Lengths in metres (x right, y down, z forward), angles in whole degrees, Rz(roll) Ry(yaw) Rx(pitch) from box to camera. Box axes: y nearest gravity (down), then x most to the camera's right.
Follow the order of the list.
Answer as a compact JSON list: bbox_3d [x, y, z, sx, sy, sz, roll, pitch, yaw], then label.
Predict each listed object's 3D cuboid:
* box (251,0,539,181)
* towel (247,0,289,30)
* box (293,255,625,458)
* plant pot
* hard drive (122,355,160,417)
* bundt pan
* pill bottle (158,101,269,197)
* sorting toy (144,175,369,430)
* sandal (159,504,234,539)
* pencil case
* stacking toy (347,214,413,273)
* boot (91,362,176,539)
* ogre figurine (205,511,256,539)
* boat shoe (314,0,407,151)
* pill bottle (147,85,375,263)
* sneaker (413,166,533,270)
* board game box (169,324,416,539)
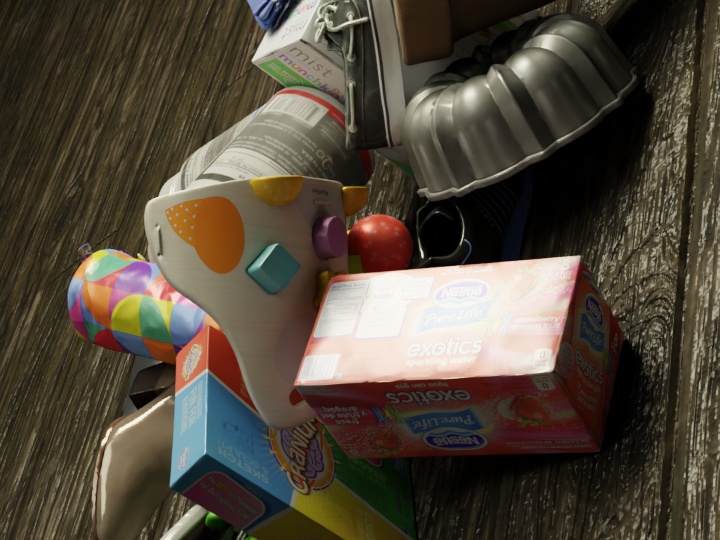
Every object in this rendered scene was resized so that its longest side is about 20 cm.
[{"bbox_3d":[0.035,-0.209,1.684,0.097,0.200,0.177,-13,48,58],"label":"box"},{"bbox_3d":[-0.035,-0.309,1.682,0.200,0.024,0.145,-49,22,10],"label":"towel"},{"bbox_3d":[0.069,0.062,1.308,0.200,0.095,0.103,-5,49,29],"label":"box"},{"bbox_3d":[0.105,-0.275,1.530,0.174,0.201,0.200,-7,34,2],"label":"plant pot"},{"bbox_3d":[-0.145,0.101,1.708,0.042,0.135,0.200,-21,36,29],"label":"hard drive"},{"bbox_3d":[0.116,-0.139,1.500,0.202,0.076,0.202,-30,13,8],"label":"bundt pan"},{"bbox_3d":[-0.114,-0.089,1.915,0.200,0.114,0.114,-29,35,46],"label":"pill bottle"},{"bbox_3d":[-0.048,0.029,1.395,0.107,0.200,0.180,-16,81,28],"label":"sorting toy"},{"bbox_3d":[-0.132,0.230,1.545,0.083,0.050,0.203,-53,-8,8],"label":"sandal"},{"bbox_3d":[-0.148,0.032,1.526,0.200,0.088,0.089,14,68,36],"label":"pencil case"},{"bbox_3d":[0.000,0.000,1.549,0.085,0.085,0.200,-61,5,-14],"label":"stacking toy"},{"bbox_3d":[-0.128,0.137,1.520,0.146,0.070,0.200,-6,53,23],"label":"boot"},{"bbox_3d":[-0.083,0.227,1.465,0.098,0.200,0.120,15,51,19],"label":"ogre figurine"},{"bbox_3d":[-0.004,-0.199,1.564,0.068,0.200,0.074,-9,10,2],"label":"boat shoe"},{"bbox_3d":[-0.085,-0.057,1.621,0.114,0.114,0.200,-18,26,54],"label":"pill bottle"},{"bbox_3d":[0.088,-0.050,1.527,0.070,0.078,0.200,-37,30,35],"label":"sneaker"},{"bbox_3d":[-0.047,0.145,1.374,0.040,0.200,0.153,-44,27,24],"label":"board game box"}]
